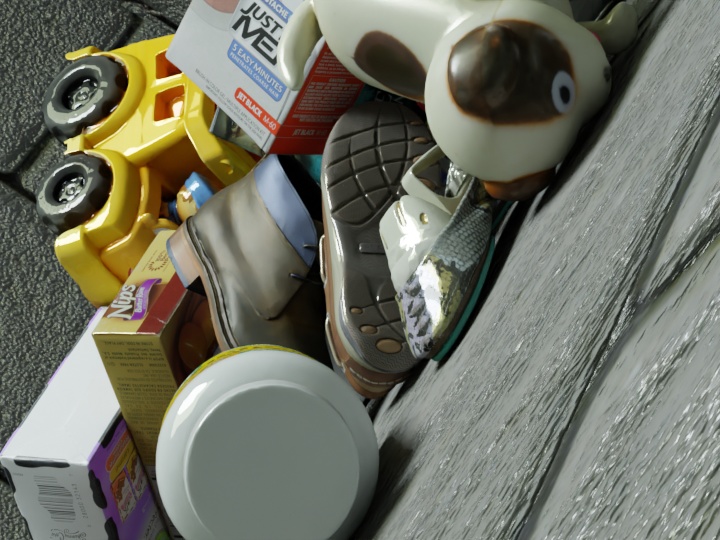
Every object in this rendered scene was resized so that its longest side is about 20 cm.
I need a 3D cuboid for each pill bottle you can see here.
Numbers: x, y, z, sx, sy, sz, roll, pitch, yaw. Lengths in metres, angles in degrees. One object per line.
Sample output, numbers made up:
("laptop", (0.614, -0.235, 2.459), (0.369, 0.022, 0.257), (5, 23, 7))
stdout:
("pill bottle", (-0.049, 0.095, 1.227), (0.113, 0.113, 0.200), (-57, 3, -2))

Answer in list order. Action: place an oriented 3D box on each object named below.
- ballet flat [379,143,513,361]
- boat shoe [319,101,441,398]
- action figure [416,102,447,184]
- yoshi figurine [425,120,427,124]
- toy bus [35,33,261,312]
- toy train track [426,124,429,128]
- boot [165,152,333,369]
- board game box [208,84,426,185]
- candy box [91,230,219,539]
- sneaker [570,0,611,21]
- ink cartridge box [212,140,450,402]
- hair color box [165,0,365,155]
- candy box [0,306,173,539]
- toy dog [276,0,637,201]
("ballet flat", (0.047, -0.025, 1.358), (0.072, 0.072, 0.200), (-54, 5, 40))
("boat shoe", (0.006, -0.013, 1.435), (0.072, 0.076, 0.200), (110, 167, -53))
("action figure", (0.085, -0.085, 1.530), (0.065, 0.099, 0.200), (-61, -17, -22))
("yoshi figurine", (0.008, -0.157, 1.618), (0.112, 0.112, 0.200), (-88, 10, -60))
("toy bus", (-0.116, -0.078, 1.702), (0.192, 0.136, 0.200), (-18, 49, 22))
("toy train track", (0.048, -0.123, 1.672), (0.115, 0.032, 0.200), (0, 88, 50))
("boot", (-0.040, 0.015, 1.462), (0.097, 0.200, 0.075), (-48, -33, 17))
("board game box", (-0.009, -0.154, 1.540), (0.028, 0.135, 0.200), (-32, -37, -64))
("candy box", (-0.104, 0.086, 1.604), (0.117, 0.056, 0.200), (-61, -36, -47))
("sneaker", (0.141, -0.183, 1.634), (0.080, 0.070, 0.200), (-28, -21, -37))
("ink cartridge box", (0.000, 0.000, 1.533), (0.200, 0.099, 0.039), (-55, 0, 13))
("hair color box", (-0.029, -0.183, 1.474), (0.064, 0.111, 0.200), (-2, -52, -50))
("candy box", (-0.156, 0.153, 1.648), (0.168, 0.071, 0.200), (-61, -36, -48))
("toy dog", (0.061, -0.134, 1.338), (0.194, 0.200, 0.140), (-22, -46, -13))
